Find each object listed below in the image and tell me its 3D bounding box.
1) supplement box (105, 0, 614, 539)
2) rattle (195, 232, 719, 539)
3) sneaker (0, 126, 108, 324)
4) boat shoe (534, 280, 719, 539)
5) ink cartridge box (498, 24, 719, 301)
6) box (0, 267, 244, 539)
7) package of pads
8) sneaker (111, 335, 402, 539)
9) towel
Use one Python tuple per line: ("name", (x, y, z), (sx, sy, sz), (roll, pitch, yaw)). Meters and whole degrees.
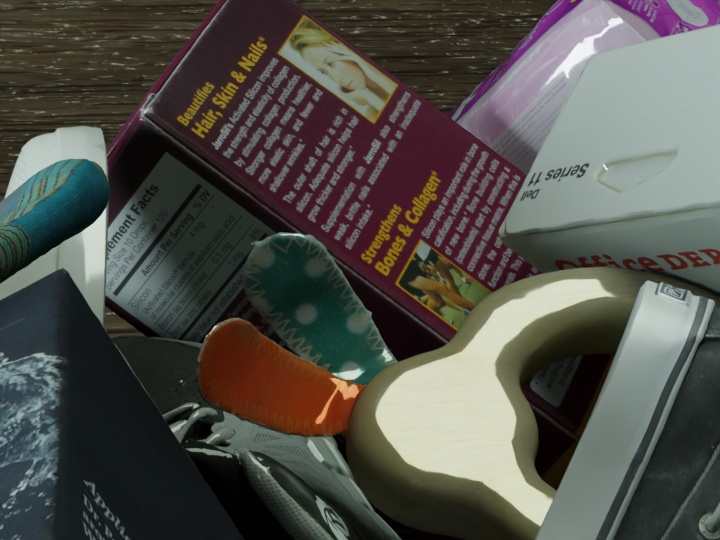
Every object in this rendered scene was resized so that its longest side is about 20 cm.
("supplement box", (0.000, 0.000, 1.057), (0.200, 0.086, 0.110), (36, 38, -5))
("rattle", (0.042, 0.070, 0.941), (0.199, 0.143, 0.131), (2, 67, -6))
("sneaker", (-0.140, 0.041, 0.922), (0.115, 0.074, 0.201), (6, 67, -4))
("boat shoe", (0.074, 0.107, 0.833), (0.068, 0.201, 0.072), (22, 1, 6))
("ink cartridge box", (0.169, 0.004, 0.988), (0.200, 0.083, 0.146), (36, -21, -24))
("box", (-0.123, 0.126, 0.668), (0.196, 0.118, 0.200), (-28, 22, 7))
("package of pads", (0.064, -0.038, 1.162), (0.076, 0.200, 0.121), (42, 24, -5))
("sneaker", (-0.047, 0.066, 0.937), (0.200, 0.075, 0.115), (38, -3, 35))
("towel", (-0.159, 0.026, 0.797), (0.146, 0.022, 0.200), (-27, 6, 22))
